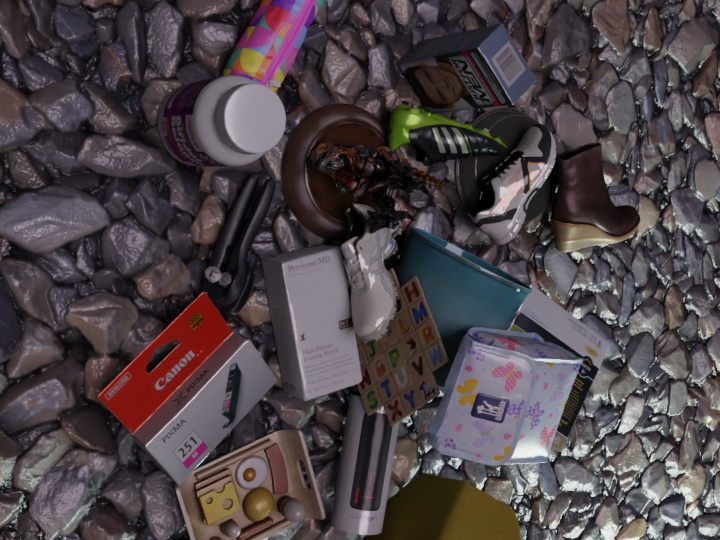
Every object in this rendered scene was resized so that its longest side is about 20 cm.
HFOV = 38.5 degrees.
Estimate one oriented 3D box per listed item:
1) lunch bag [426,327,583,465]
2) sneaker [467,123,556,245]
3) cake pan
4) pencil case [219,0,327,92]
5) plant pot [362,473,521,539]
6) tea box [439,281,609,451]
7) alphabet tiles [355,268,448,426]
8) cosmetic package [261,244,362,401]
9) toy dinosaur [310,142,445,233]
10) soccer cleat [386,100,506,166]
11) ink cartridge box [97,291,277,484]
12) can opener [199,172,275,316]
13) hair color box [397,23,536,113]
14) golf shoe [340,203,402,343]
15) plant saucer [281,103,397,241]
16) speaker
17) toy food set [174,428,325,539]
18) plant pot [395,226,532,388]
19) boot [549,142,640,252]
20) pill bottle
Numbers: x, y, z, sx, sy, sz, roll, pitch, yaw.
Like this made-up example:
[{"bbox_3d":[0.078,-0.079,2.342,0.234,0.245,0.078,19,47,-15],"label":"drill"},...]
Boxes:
[{"bbox_3d":[0.193,0.176,1.429,0.199,0.127,0.171,10,103,-40],"label":"lunch bag"},{"bbox_3d":[0.234,-0.142,1.585,0.080,0.074,0.201,31,78,-27],"label":"sneaker"},{"bbox_3d":[0.242,-0.160,1.652,0.199,0.037,0.202,-3,96,-31],"label":"cake pan"},{"bbox_3d":[-0.116,-0.314,1.401,0.088,0.088,0.201,30,78,-29],"label":"pencil case"},{"bbox_3d":[0.129,0.422,1.552,0.194,0.195,0.201,34,71,-28],"label":"plant pot"},{"bbox_3d":[0.253,0.147,1.628,0.200,0.133,0.198,35,76,-28],"label":"tea box"},{"bbox_3d":[0.044,0.108,1.460,0.006,0.166,0.201,8,53,-45],"label":"alphabet tiles"},{"bbox_3d":[-0.068,0.071,1.468,0.101,0.074,0.201,-16,103,-29],"label":"cosmetic package"},{"bbox_3d":[0.032,-0.138,1.447,0.199,0.136,0.103,-11,134,-16],"label":"toy dinosaur"},{"bbox_3d":[0.127,-0.192,1.544,0.199,0.068,0.082,12,103,-26],"label":"soccer cleat"},{"bbox_3d":[-0.224,0.157,1.374,0.200,0.043,0.174,-46,132,-19],"label":"ink cartridge box"},{"bbox_3d":[-0.170,-0.040,1.415,0.063,0.079,0.201,14,82,8],"label":"can opener"},{"bbox_3d":[0.150,-0.288,1.492,0.061,0.200,0.099,-46,114,-20],"label":"hair color box"},{"bbox_3d":[0.000,0.000,1.444,0.097,0.078,0.201,28,54,-41],"label":"golf shoe"},{"bbox_3d":[-0.020,-0.142,1.503,0.199,0.032,0.202,-3,97,-31],"label":"plant saucer"},{"bbox_3d":[0.008,0.285,1.527,0.081,0.081,0.202,10,90,-31],"label":"speaker"},{"bbox_3d":[-0.153,0.326,1.445,0.199,0.060,0.144,-22,105,-28],"label":"toy food set"},{"bbox_3d":[0.122,0.064,1.522,0.199,0.200,0.189,22,98,-30],"label":"plant pot"},{"bbox_3d":[0.395,-0.128,1.701,0.199,0.072,0.167,-18,118,-32],"label":"boot"},{"bbox_3d":[-0.174,-0.188,1.308,0.112,0.200,0.113,-3,95,-30],"label":"pill bottle"}]
